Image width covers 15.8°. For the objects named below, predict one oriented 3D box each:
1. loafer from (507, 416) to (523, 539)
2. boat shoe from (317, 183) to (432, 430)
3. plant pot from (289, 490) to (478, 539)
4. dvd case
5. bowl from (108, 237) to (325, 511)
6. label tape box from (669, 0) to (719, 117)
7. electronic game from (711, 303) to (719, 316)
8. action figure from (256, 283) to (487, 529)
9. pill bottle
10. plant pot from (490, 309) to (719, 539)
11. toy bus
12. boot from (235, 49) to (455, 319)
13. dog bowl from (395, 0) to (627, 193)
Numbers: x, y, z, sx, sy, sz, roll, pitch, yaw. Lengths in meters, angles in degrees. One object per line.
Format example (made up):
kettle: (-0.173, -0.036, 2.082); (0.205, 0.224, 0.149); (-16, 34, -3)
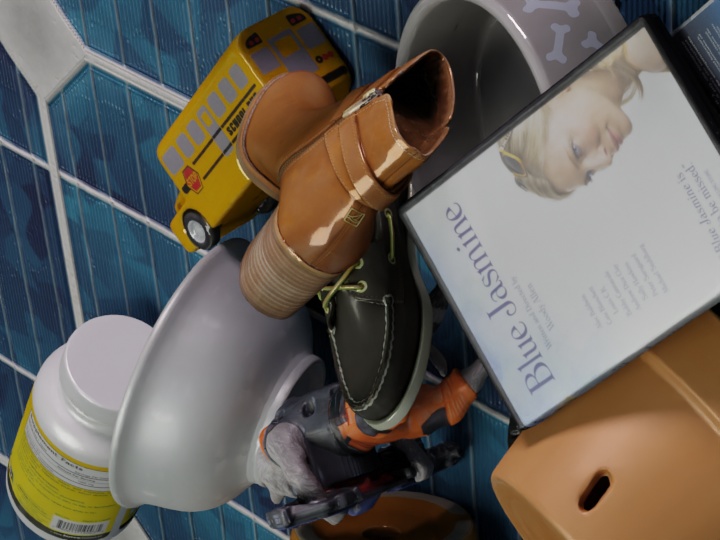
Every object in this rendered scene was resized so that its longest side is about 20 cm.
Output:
loafer: (0.130, 0.132, 1.561); (0.068, 0.070, 0.201); (-10, 68, 29)
boat shoe: (0.000, 0.000, 1.576); (0.072, 0.060, 0.202); (-28, 50, 38)
plant pot: (0.018, 0.258, 1.779); (0.200, 0.200, 0.184); (16, 113, 45)
dvd case: (0.118, -0.022, 1.357); (0.200, 0.018, 0.143); (-38, 77, 38)
bowl: (-0.084, 0.086, 1.766); (0.090, 0.201, 0.201); (23, 137, 15)
label tape box: (0.228, -0.084, 1.302); (0.143, 0.066, 0.200); (56, 171, 2)
electronic game: (0.226, 0.035, 1.387); (0.200, 0.042, 0.200); (53, 168, 16)
action figure: (0.014, 0.092, 1.671); (0.193, 0.200, 0.105); (-32, 80, 27)
pill bottle: (-0.205, 0.122, 2.004); (0.112, 0.112, 0.200); (47, 145, 15)
plant pot: (0.167, 0.122, 1.437); (0.200, 0.140, 0.200); (50, 171, 11)
toy bus: (-0.076, -0.088, 1.704); (0.078, 0.065, 0.200); (53, 147, 6)
boot: (-0.003, -0.080, 1.486); (0.074, 0.200, 0.155); (25, 129, -23)
dog bowl: (0.087, -0.080, 1.458); (0.200, 0.059, 0.201); (36, 134, 50)
